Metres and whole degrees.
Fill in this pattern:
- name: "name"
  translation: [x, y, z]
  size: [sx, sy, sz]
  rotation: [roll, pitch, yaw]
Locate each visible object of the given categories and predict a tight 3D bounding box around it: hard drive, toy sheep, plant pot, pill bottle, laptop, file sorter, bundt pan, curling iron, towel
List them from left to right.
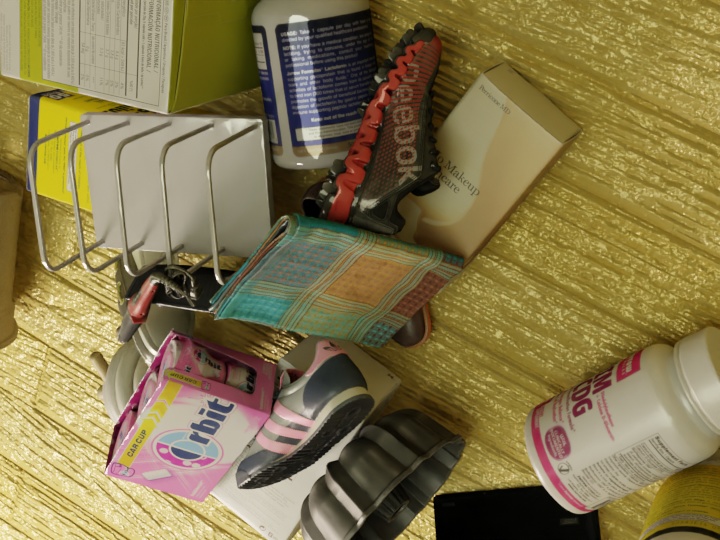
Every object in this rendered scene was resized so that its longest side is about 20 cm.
- name: "plant pot"
  translation: [-0.480, -0.028, 1.333]
  size: [0.199, 0.200, 0.185]
  rotation: [24, 105, 16]
- name: "curling iron"
  translation: [-0.200, 0.040, 1.075]
  size: [0.049, 0.026, 0.200]
  rotation: [30, 148, -16]
- name: "file sorter"
  translation: [-0.198, -0.068, 1.080]
  size: [0.198, 0.125, 0.140]
  rotation: [4, 110, 19]
- name: "toy sheep"
  translation: [-0.231, 0.129, 1.291]
  size: [0.199, 0.138, 0.139]
  rotation: [-5, 106, 42]
- name: "hard drive"
  translation: [-0.134, 0.022, 1.169]
  size: [0.134, 0.200, 0.043]
  rotation: [8, 91, 24]
- name: "pill bottle"
  translation: [-0.042, -0.205, 1.084]
  size: [0.115, 0.116, 0.202]
  rotation: [1, 108, 25]
- name: "towel"
  translation: [-0.019, 0.015, 1.045]
  size: [0.147, 0.199, 0.022]
  rotation: [-46, 45, 36]
- name: "bundt pan"
  translation: [0.014, 0.222, 1.171]
  size: [0.076, 0.201, 0.203]
  rotation: [42, 121, 19]
- name: "laptop"
  translation: [0.191, 0.338, 1.229]
  size: [0.186, 0.116, 0.202]
  rotation: [-11, 74, 28]
- name: "pill bottle"
  translation: [0.262, 0.139, 1.062]
  size: [0.200, 0.113, 0.114]
  rotation: [-34, 92, 30]
- name: "pill bottle"
  translation: [0.313, 0.243, 1.024]
  size: [0.112, 0.200, 0.113]
  rotation: [9, 112, 23]

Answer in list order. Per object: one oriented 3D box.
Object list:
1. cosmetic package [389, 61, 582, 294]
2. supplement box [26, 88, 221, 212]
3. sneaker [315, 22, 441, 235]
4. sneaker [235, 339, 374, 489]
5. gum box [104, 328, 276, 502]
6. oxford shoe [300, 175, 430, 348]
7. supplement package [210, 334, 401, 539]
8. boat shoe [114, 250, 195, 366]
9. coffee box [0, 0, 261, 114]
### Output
- name: "cosmetic package"
  translation: [0.105, -0.086, 1.081]
  size: [0.105, 0.071, 0.200]
  rotation: [41, 120, 8]
- name: "supplement box"
  translation: [-0.242, -0.123, 1.214]
  size: [0.199, 0.109, 0.110]
  rotation: [18, 115, 19]
- name: "sneaker"
  translation: [0.038, -0.120, 1.027]
  size: [0.097, 0.071, 0.202]
  rotation: [24, 85, -3]
- name: "sneaker"
  translation: [-0.065, 0.146, 1.133]
  size: [0.200, 0.070, 0.082]
  rotation: [-42, 61, 32]
- name: "gum box"
  translation: [-0.174, 0.150, 1.165]
  size: [0.113, 0.066, 0.200]
  rotation: [20, 134, -18]
- name: "oxford shoe"
  translation: [0.000, 0.000, 1.162]
  size: [0.071, 0.073, 0.201]
  rotation: [-33, 92, 30]
- name: "supplement package"
  translation: [-0.062, 0.178, 1.233]
  size: [0.109, 0.114, 0.201]
  rotation: [36, 118, 10]
- name: "boat shoe"
  translation: [-0.228, 0.034, 1.233]
  size: [0.072, 0.202, 0.060]
  rotation: [19, 123, -31]
- name: "coffee box"
  translation: [-0.204, -0.279, 1.087]
  size: [0.196, 0.200, 0.201]
  rotation: [15, 113, 20]
